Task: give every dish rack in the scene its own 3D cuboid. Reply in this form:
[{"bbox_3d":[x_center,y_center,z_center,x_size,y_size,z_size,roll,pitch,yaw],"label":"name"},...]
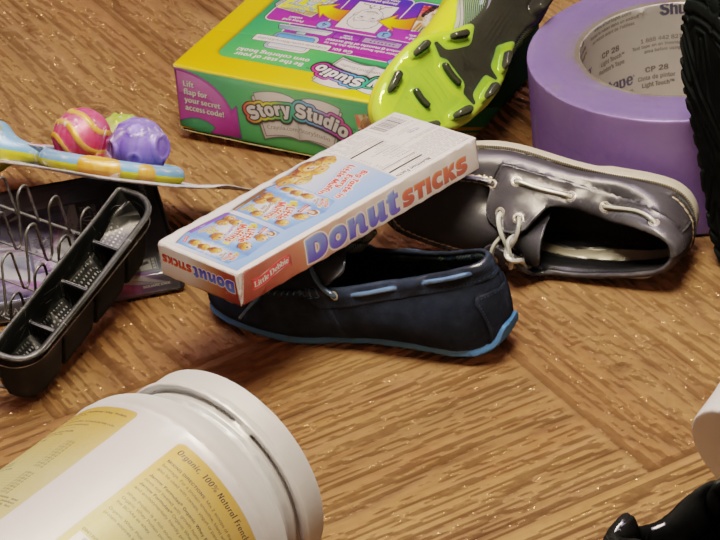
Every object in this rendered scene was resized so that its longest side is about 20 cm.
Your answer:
[{"bbox_3d":[-0.243,-0.005,1.611,0.200,0.055,0.154,18,48,21],"label":"dish rack"}]

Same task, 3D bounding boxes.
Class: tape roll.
[{"bbox_3d":[0.209,-0.109,1.705,0.199,0.085,0.200,-5,31,3],"label":"tape roll"}]

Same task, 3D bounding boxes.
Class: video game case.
[{"bbox_3d":[-0.222,-0.011,1.689,0.199,0.019,0.143,-10,32,-8],"label":"video game case"}]

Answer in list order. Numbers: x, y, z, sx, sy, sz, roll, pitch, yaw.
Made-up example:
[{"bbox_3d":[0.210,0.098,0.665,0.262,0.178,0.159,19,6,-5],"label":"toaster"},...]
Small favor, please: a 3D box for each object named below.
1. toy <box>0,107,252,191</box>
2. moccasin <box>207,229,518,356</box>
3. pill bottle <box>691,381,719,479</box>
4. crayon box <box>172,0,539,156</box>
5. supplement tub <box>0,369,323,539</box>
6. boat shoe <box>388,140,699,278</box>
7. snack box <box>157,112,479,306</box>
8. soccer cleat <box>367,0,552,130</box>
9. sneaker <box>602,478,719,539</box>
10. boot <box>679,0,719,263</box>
[{"bbox_3d":[-0.173,-0.080,1.686,0.199,0.047,0.115,5,3,26],"label":"toy"},{"bbox_3d":[0.000,0.000,1.579,0.199,0.068,0.081,3,34,21],"label":"moccasin"},{"bbox_3d":[0.271,0.037,1.388,0.114,0.114,0.200,23,61,38],"label":"pill bottle"},{"bbox_3d":[0.000,-0.142,1.822,0.199,0.058,0.173,12,38,25],"label":"crayon box"},{"bbox_3d":[-0.125,0.149,1.290,0.144,0.145,0.200,18,39,34],"label":"supplement tub"},{"bbox_3d":[0.106,-0.032,1.612,0.199,0.073,0.063,6,30,10],"label":"boat shoe"},{"bbox_3d":[-0.023,-0.040,1.562,0.200,0.024,0.072,-31,37,-35],"label":"snack box"},{"bbox_3d":[0.063,-0.142,1.721,0.200,0.065,0.084,-50,12,-34],"label":"soccer cleat"},{"bbox_3d":[0.206,0.141,1.293,0.199,0.091,0.067,-9,32,-5],"label":"sneaker"},{"bbox_3d":[0.285,-0.103,1.577,0.168,0.201,0.076,-20,28,-16],"label":"boot"}]
